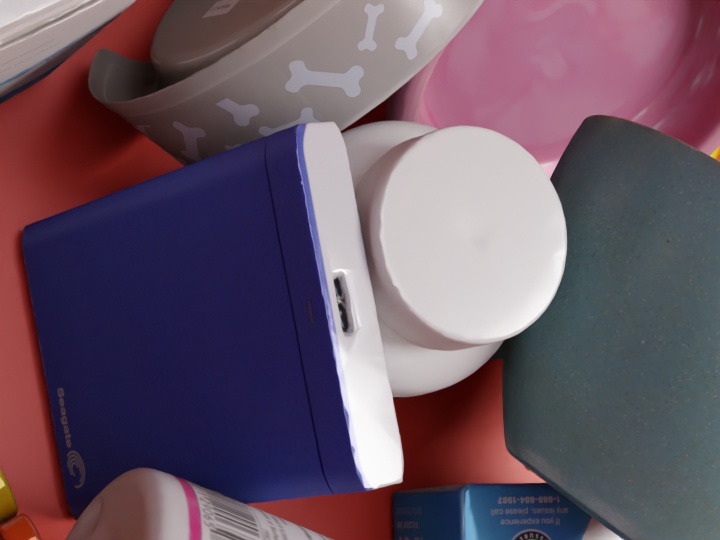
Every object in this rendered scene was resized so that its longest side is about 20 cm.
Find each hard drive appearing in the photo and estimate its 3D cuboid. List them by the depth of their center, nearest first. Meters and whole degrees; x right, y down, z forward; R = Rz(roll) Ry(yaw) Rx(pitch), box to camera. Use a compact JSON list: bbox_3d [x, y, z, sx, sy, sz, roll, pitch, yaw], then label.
[{"bbox_3d":[-0.067,0.028,0.696,0.025,0.199,0.133,-8,86,-41],"label":"hard drive"}]

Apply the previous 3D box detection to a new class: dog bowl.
[{"bbox_3d":[-0.022,-0.119,0.746,0.200,0.200,0.059,-50,116,-22],"label":"dog bowl"}]

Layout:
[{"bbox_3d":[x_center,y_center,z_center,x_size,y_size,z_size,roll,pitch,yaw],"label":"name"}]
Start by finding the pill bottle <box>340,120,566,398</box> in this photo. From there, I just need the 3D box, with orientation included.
[{"bbox_3d":[0.000,0.000,0.732,0.110,0.200,0.112,4,81,-25],"label":"pill bottle"}]

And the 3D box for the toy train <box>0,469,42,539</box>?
[{"bbox_3d":[-0.223,0.118,0.674,0.199,0.056,0.151,18,61,2],"label":"toy train"}]

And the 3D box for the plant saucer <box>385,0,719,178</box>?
[{"bbox_3d":[0.101,-0.100,0.825,0.199,0.201,0.051,-2,44,-26],"label":"plant saucer"}]

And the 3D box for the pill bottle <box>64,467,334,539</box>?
[{"bbox_3d":[-0.020,0.162,0.667,0.199,0.113,0.114,26,72,-23],"label":"pill bottle"}]

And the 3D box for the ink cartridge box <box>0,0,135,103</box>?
[{"bbox_3d":[-0.184,-0.130,0.662,0.144,0.200,0.148,-31,97,-25],"label":"ink cartridge box"}]

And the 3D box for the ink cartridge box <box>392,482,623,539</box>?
[{"bbox_3d":[0.095,0.201,0.813,0.144,0.085,0.202,3,80,-24],"label":"ink cartridge box"}]

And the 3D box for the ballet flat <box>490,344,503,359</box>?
[{"bbox_3d":[0.111,0.014,0.860,0.199,0.069,0.063,9,45,-31],"label":"ballet flat"}]

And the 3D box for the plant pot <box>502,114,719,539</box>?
[{"bbox_3d":[0.137,0.049,0.737,0.200,0.200,0.135,37,87,-16],"label":"plant pot"}]
